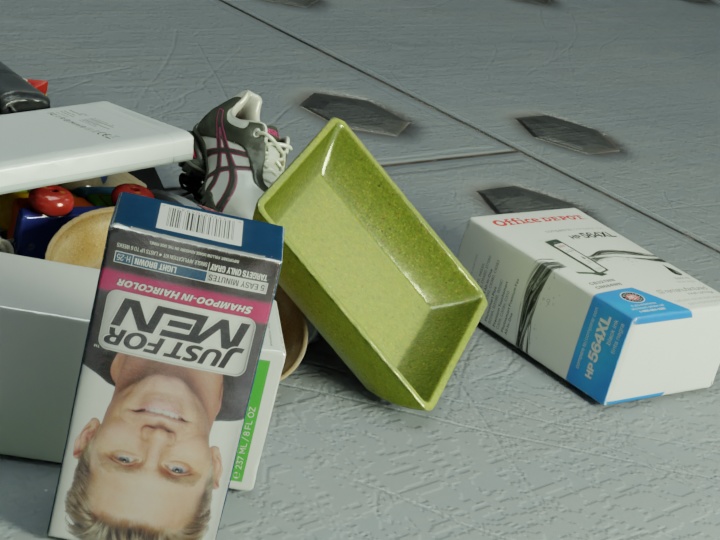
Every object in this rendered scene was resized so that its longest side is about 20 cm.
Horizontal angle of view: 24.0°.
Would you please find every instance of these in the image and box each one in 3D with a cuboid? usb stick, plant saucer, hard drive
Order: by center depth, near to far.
[{"bbox_3d":[-0.137,0.030,1.228,0.200,0.036,0.201,19,34,-13],"label":"plant saucer"},{"bbox_3d":[0.000,0.000,1.307,0.200,0.048,0.200,50,29,-8],"label":"plant saucer"},{"bbox_3d":[-0.248,-0.095,1.307,0.200,0.027,0.132,-13,25,-40],"label":"hard drive"},{"bbox_3d":[-0.329,-0.170,1.438,0.055,0.033,0.200,-9,30,-37],"label":"usb stick"}]

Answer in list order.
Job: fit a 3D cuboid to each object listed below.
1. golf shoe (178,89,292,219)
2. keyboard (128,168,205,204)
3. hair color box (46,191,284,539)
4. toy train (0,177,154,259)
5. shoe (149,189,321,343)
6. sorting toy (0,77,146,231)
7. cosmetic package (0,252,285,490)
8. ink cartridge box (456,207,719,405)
[{"bbox_3d":[-0.097,-0.083,1.473,0.077,0.088,0.200,31,18,-44],"label":"golf shoe"},{"bbox_3d":[-0.187,-0.063,1.497,0.127,0.021,0.200,1,25,-18],"label":"keyboard"},{"bbox_3d":[-0.113,0.065,0.981,0.100,0.201,0.061,12,21,-6],"label":"hair color box"},{"bbox_3d":[-0.263,-0.041,1.299,0.199,0.085,0.116,-3,29,-37],"label":"toy train"},{"bbox_3d":[-0.091,-0.008,1.362,0.200,0.072,0.091,30,24,21],"label":"shoe"},{"bbox_3d":[-0.314,-0.110,1.438,0.198,0.070,0.200,-13,33,-42],"label":"sorting toy"},{"bbox_3d":[-0.157,0.064,1.084,0.199,0.108,0.085,8,23,-12],"label":"cosmetic package"},{"bbox_3d":[0.193,0.026,1.436,0.146,0.085,0.200,-6,30,-42],"label":"ink cartridge box"}]
